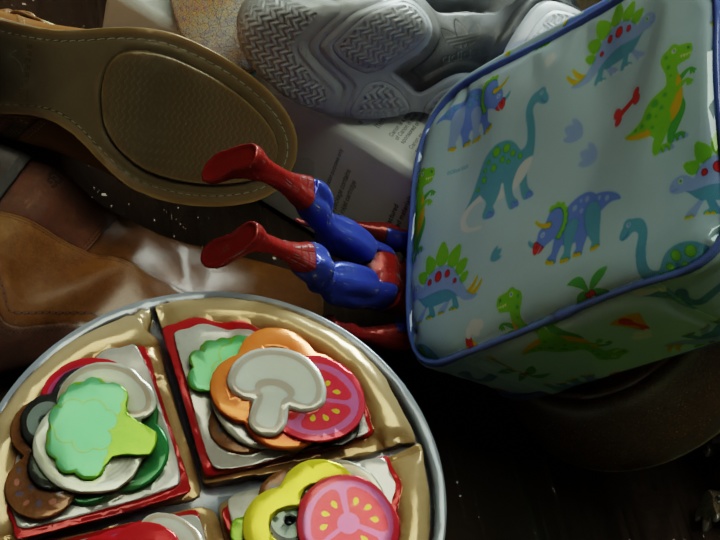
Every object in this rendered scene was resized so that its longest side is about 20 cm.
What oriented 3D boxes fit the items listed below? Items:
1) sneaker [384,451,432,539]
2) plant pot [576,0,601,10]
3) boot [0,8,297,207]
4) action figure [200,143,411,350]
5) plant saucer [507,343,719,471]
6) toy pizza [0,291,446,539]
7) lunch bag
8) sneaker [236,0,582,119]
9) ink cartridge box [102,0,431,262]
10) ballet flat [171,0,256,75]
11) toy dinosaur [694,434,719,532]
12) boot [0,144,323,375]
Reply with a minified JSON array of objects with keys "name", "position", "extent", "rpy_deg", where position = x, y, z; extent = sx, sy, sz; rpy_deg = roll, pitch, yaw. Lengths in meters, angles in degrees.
[{"name":"sneaker","position":[-0.012,0.150,0.761],"extent":[0.084,0.077,0.201],"rpy_deg":[0,51,-14]},{"name":"plant pot","position":[0.181,-0.226,1.062],"extent":[0.176,0.200,0.200],"rpy_deg":[-17,59,-36]},{"name":"boot","position":[-0.134,-0.089,0.884],"extent":[0.199,0.074,0.155],"rpy_deg":[18,3,-14]},{"name":"action figure","position":[0.000,0.000,0.858],"extent":[0.200,0.052,0.066],"rpy_deg":[25,51,-46]},{"name":"plant saucer","position":[0.129,-0.005,0.865],"extent":[0.034,0.200,0.201],"rpy_deg":[27,39,-37]},{"name":"toy pizza","position":[-0.063,0.091,0.742],"extent":[0.199,0.032,0.201],"rpy_deg":[1,59,-2]},{"name":"lunch bag","position":[0.110,-0.038,0.808],"extent":[0.082,0.200,0.162],"rpy_deg":[21,59,-35]},{"name":"sneaker","position":[0.022,-0.138,0.907],"extent":[0.199,0.076,0.114],"rpy_deg":[2,51,-27]},{"name":"ink cartridge box","position":[-0.023,-0.110,0.971],"extent":[0.199,0.084,0.144],"rpy_deg":[32,48,7]},{"name":"ballet flat","position":[-0.055,-0.187,0.921],"extent":[0.068,0.067,0.201],"rpy_deg":[12,49,-9]},{"name":"toy dinosaur","position":[0.221,0.121,0.886],"extent":[0.102,0.077,0.200],"rpy_deg":[16,22,-20]},{"name":"boot","position":[-0.120,0.046,0.834],"extent":[0.199,0.069,0.189],"rpy_deg":[25,41,-12]}]
